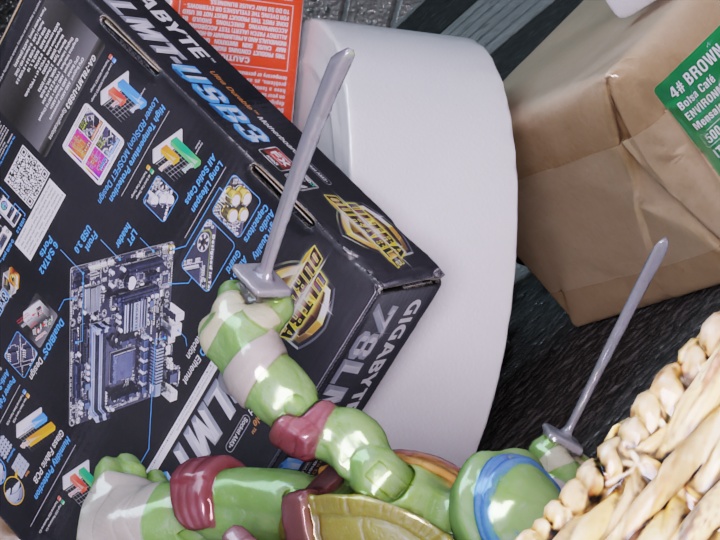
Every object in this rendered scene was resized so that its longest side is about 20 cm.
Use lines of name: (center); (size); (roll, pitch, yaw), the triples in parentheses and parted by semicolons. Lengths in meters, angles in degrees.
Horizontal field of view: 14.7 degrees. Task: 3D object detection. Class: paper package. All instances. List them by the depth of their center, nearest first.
paper package: (0.153, -0.088, 1.160); (0.200, 0.104, 0.190); (-45, 8, -21)

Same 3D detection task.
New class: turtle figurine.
turtle figurine: (0.004, 0.054, 0.951); (0.143, 0.201, 0.193); (2, -18, -43)

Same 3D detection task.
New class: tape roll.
tape roll: (0.000, 0.000, 1.147); (0.202, 0.070, 0.204); (-175, 90, -74)

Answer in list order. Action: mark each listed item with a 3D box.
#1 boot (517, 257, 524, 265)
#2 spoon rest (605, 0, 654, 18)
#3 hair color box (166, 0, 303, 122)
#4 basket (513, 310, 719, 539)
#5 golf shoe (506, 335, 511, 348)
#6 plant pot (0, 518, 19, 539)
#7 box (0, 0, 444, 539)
boot: (0.139, -0.087, 1.351); (0.200, 0.072, 0.144); (-49, 7, 9)
spoon rest: (0.143, -0.181, 1.125); (0.099, 0.061, 0.200); (-31, 15, 46)
hair color box: (-0.072, -0.043, 1.173); (0.111, 0.064, 0.201); (-176, 93, -72)
basket: (0.103, 0.103, 0.547); (0.200, 0.149, 0.143); (-46, -24, -24)
golf shoe: (0.019, 0.016, 1.355); (0.094, 0.078, 0.200); (-41, 7, 12)
plant pot: (-0.180, 0.151, 1.293); (0.200, 0.201, 0.183); (-42, -4, 0)
box: (-0.089, 0.016, 1.075); (0.050, 0.198, 0.201); (-11, -42, -53)
